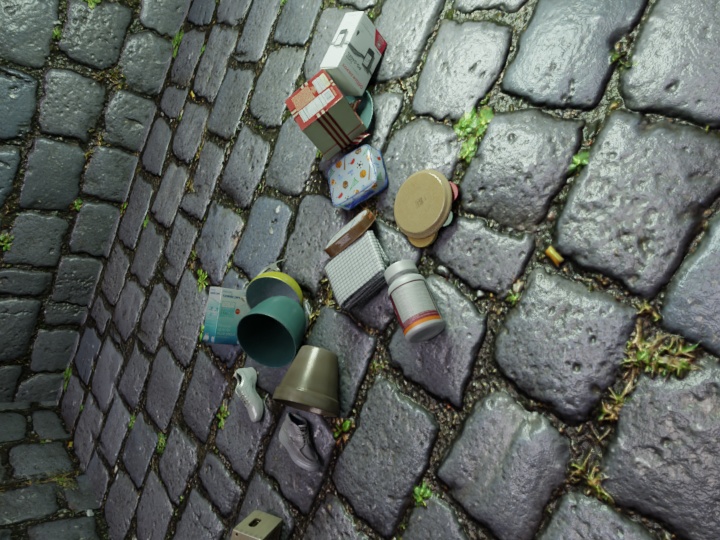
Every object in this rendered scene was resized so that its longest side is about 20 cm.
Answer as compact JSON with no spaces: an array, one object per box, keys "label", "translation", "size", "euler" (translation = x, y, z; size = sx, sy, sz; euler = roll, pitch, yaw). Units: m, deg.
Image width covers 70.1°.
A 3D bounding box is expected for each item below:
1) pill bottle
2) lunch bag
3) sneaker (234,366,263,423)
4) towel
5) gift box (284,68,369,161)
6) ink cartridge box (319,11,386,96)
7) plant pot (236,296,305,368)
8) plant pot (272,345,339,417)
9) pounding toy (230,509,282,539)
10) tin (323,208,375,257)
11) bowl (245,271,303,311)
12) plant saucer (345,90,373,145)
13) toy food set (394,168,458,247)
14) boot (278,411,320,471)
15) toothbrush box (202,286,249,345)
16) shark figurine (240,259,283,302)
[{"label":"pill bottle","translation":[0.137,0.080,1.355],"size":[0.109,0.109,0.201],"euler":[-39,58,30]},{"label":"lunch bag","translation":[-0.013,-0.280,1.589],"size":[0.199,0.075,0.162],"euler":[-27,66,35]},{"label":"sneaker","translation":[-0.398,0.437,1.796],"size":[0.070,0.080,0.202],"euler":[-36,61,29]},{"label":"towel","translation":[0.000,0.000,1.514],"size":[0.200,0.085,0.166],"euler":[-41,50,24]},{"label":"gift box","translation":[-0.088,-0.473,1.577],"size":[0.199,0.187,0.186],"euler":[-31,58,11]},{"label":"ink cartridge box","translation":[-0.020,-0.667,1.595],"size":[0.083,0.145,0.202],"euler":[18,81,40]},{"label":"plant pot","translation":[-0.261,0.175,1.608],"size":[0.199,0.161,0.202],"euler":[9,122,15]},{"label":"plant pot","translation":[-0.142,0.325,1.529],"size":[0.199,0.200,0.175],"euler":[-4,61,42]},{"label":"pounding toy","translation":[-0.345,0.867,1.604],"size":[0.141,0.200,0.186],"euler":[12,89,15]},{"label":"tin","translation":[-0.035,-0.112,1.555],"size":[0.200,0.042,0.112],"euler":[-37,19,31]},{"label":"bowl","translation":[-0.274,0.077,1.718],"size":[0.200,0.200,0.108],"euler":[-38,17,31]},{"label":"plant saucer","translation":[-0.026,-0.491,1.667],"size":[0.199,0.036,0.202],"euler":[-10,74,40]},{"label":"toy food set","translation":[0.176,-0.181,1.412],"size":[0.198,0.048,0.201],"euler":[-48,53,24]},{"label":"boot","translation":[-0.185,0.522,1.585],"size":[0.199,0.073,0.096],"euler":[29,108,43]},{"label":"toothbrush box","translation":[-0.484,0.168,1.882],"size":[0.085,0.146,0.202],"euler":[1,81,42]},{"label":"shark figurine","translation":[-0.344,0.052,1.829],"size":[0.127,0.089,0.217],"euler":[16,102,9]}]
